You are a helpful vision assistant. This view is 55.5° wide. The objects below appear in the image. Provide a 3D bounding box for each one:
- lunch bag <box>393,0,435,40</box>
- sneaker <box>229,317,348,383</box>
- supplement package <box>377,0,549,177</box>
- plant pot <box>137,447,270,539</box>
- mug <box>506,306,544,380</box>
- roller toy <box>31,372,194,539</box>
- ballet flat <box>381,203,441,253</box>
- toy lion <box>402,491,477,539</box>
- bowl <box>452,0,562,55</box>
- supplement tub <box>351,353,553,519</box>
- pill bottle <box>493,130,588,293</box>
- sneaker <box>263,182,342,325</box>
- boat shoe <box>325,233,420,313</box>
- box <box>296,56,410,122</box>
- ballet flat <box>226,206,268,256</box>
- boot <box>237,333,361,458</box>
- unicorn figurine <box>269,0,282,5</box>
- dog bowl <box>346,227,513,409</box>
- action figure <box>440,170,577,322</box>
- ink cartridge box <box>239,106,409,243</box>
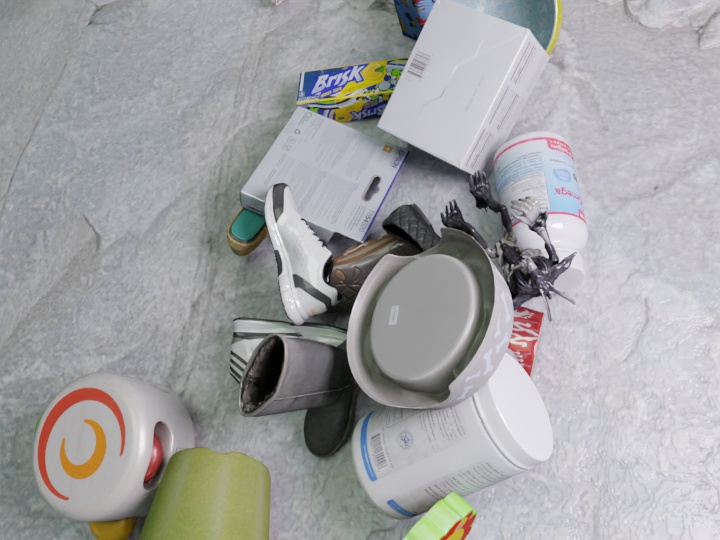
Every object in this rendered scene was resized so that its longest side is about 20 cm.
[{"bbox_3d":[0.154,-0.479,1.118,0.199,0.151,0.094,-37,60,-4],"label":"lunch bag"},{"bbox_3d":[-0.089,0.130,0.945,0.199,0.076,0.117,3,80,17],"label":"sneaker"},{"bbox_3d":[0.148,-0.259,0.991,0.155,0.111,0.201,32,102,28],"label":"supplement package"},{"bbox_3d":[-0.184,0.321,0.811,0.198,0.201,0.185,-5,52,14],"label":"plant pot"},{"bbox_3d":[0.122,0.104,0.874,0.198,0.179,0.134,11,30,16],"label":"mug"},{"bbox_3d":[-0.320,0.236,0.909,0.182,0.140,0.201,-38,64,7],"label":"roller toy"},{"bbox_3d":[0.085,-0.018,0.869,0.057,0.067,0.200,-33,38,3],"label":"ballet flat"},{"bbox_3d":[0.053,0.327,0.722,0.068,0.192,0.200,36,79,28],"label":"toy lion"},{"bbox_3d":[0.231,-0.389,1.063,0.199,0.202,0.107,30,33,27],"label":"bowl"},{"bbox_3d":[0.100,0.189,0.775,0.199,0.131,0.133,-32,56,28],"label":"supplement tub"},{"bbox_3d":[0.242,-0.076,0.915,0.108,0.109,0.202,-8,63,12],"label":"pill bottle"},{"bbox_3d":[-0.077,-0.030,0.928,0.079,0.074,0.202,-18,74,9],"label":"sneaker"},{"bbox_3d":[0.000,0.000,0.979,0.198,0.076,0.072,-19,29,5],"label":"boat shoe"},{"bbox_3d":[-0.001,-0.291,1.120,0.198,0.064,0.071,-3,64,14],"label":"box"},{"bbox_3d":[-0.143,-0.102,1.065,0.068,0.063,0.200,33,60,7],"label":"ballet flat"},{"bbox_3d":[-0.069,0.156,0.815,0.072,0.200,0.183,20,99,24],"label":"boot"},{"bbox_3d":[-0.136,-0.580,1.308,0.137,0.074,0.201,-37,45,7],"label":"unicorn figurine"},{"bbox_3d":[0.075,0.056,0.736,0.199,0.058,0.202,-27,48,34],"label":"dog bowl"},{"bbox_3d":[0.171,-0.029,0.818,0.119,0.102,0.200,-41,50,6],"label":"action figure"},{"bbox_3d":[-0.051,-0.141,1.040,0.199,0.043,0.197,24,59,7],"label":"ink cartridge box"}]
